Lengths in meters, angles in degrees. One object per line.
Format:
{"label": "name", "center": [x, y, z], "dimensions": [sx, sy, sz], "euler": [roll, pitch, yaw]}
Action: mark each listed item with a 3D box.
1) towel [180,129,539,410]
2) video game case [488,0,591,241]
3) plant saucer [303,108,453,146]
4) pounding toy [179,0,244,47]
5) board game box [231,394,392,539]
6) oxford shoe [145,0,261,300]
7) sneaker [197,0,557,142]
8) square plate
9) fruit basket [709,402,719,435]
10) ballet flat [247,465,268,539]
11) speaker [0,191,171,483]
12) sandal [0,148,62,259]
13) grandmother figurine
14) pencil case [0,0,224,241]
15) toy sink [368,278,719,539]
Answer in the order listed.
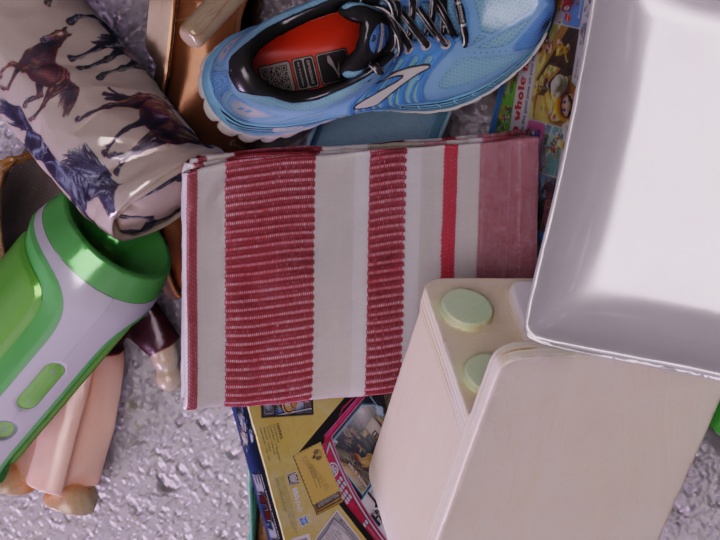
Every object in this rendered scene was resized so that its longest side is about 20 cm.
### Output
{"label": "towel", "center": [0.000, 0.000, 1.511], "dimensions": [0.200, 0.023, 0.144], "euler": [-5, 110, -16]}
{"label": "video game case", "center": [0.141, -0.072, 1.493], "dimensions": [0.200, 0.018, 0.143], "euler": [29, 112, 49]}
{"label": "plant saucer", "center": [0.008, -0.075, 1.547], "dimensions": [0.070, 0.019, 0.200], "euler": [23, 83, -8]}
{"label": "pounding toy", "center": [0.011, -0.218, 1.424], "dimensions": [0.142, 0.184, 0.200], "euler": [4, 99, 26]}
{"label": "board game box", "center": [-0.006, 0.059, 1.572], "dimensions": [0.135, 0.035, 0.200], "euler": [-16, 94, -17]}
{"label": "oxford shoe", "center": [-0.085, -0.079, 1.584], "dimensions": [0.071, 0.071, 0.200], "euler": [6, 101, 8]}
{"label": "sneaker", "center": [0.015, -0.118, 1.495], "dimensions": [0.200, 0.090, 0.078], "euler": [-19, 88, -9]}
{"label": "square plate", "center": [0.195, -0.043, 1.355], "dimensions": [0.198, 0.028, 0.200], "euler": [12, 93, 10]}
{"label": "fruit basket", "center": [0.274, 0.025, 1.439], "dimensions": [0.216, 0.155, 0.216], "euler": [-10, 74, 40]}
{"label": "ballet flat", "center": [-0.040, 0.159, 1.621], "dimensions": [0.067, 0.070, 0.200], "euler": [1, 102, 13]}
{"label": "speaker", "center": [-0.192, 0.045, 1.574], "dimensions": [0.088, 0.088, 0.200], "euler": [43, 116, 1]}
{"label": "sandal", "center": [-0.220, -0.025, 1.618], "dimensions": [0.055, 0.082, 0.200], "euler": [27, 119, -36]}
{"label": "grandmother figurine", "center": [-0.160, 0.041, 1.633], "dimensions": [0.121, 0.061, 0.200], "euler": [13, 107, 1]}
{"label": "pencil case", "center": [-0.155, -0.104, 1.527], "dimensions": [0.200, 0.089, 0.078], "euler": [50, 146, 16]}
{"label": "toy sink", "center": [0.095, 0.074, 1.479], "dimensions": [0.130, 0.112, 0.200], "euler": [-1, 135, -18]}
